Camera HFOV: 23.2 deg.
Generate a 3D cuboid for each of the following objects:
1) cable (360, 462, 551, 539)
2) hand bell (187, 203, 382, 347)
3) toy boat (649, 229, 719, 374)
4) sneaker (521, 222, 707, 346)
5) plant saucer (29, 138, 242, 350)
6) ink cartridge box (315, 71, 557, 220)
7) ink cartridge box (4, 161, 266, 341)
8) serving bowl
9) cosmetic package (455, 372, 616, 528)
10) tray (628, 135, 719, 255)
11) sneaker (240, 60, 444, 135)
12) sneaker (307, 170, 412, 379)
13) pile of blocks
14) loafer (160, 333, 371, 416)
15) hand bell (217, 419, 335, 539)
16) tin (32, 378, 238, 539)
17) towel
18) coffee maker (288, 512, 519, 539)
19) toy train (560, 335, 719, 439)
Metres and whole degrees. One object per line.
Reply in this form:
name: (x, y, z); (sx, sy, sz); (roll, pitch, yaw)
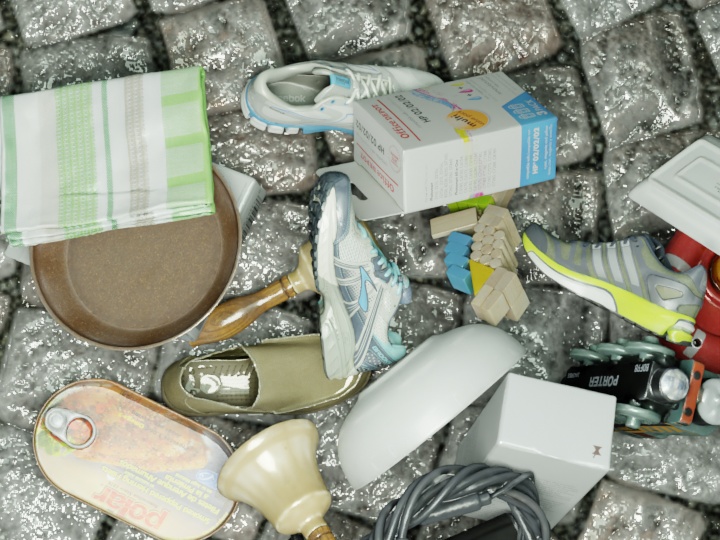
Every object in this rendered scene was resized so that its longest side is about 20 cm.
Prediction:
cable: (0.079, 0.244, 1.483); (0.163, 0.051, 0.200); (43, 75, -18)
hand bell: (-0.074, 0.018, 1.642); (0.200, 0.104, 0.104); (-28, 86, 2)
toy boat: (0.357, 0.002, 1.659); (0.130, 0.131, 0.200); (34, 80, -1)
sneaker: (0.241, -0.002, 1.643); (0.200, 0.074, 0.081); (29, 92, 29)
plant saucer: (-0.201, -0.021, 1.599); (0.200, 0.037, 0.201); (-3, 75, 10)
ink cartridge box: (0.068, -0.117, 1.626); (0.200, 0.115, 0.068); (-14, 123, -20)
ink cartridge box: (-0.211, -0.042, 1.651); (0.200, 0.050, 0.162); (21, 79, 18)
serving bowl: (0.052, 0.110, 1.574); (0.200, 0.200, 0.066); (-38, 88, -10)
cosmetic package: (0.151, 0.167, 1.573); (0.101, 0.200, 0.071); (14, 64, -5)
tray: (0.345, -0.071, 1.649); (0.107, 0.200, 0.022); (-35, 126, -10)
sneaker: (-0.011, -0.165, 1.664); (0.200, 0.087, 0.075); (-3, 81, -8)
sneaker: (0.000, 0.000, 1.565); (0.086, 0.078, 0.200); (-7, 119, -4)
pile of blocks: (0.114, -0.018, 1.650); (0.082, 0.062, 0.200); (-13, 47, 16)
loafer: (-0.085, 0.101, 1.626); (0.200, 0.067, 0.076); (-11, 86, -6)
hand bell: (-0.030, 0.238, 1.533); (0.104, 0.104, 0.200); (-33, 61, -10)
tin: (-0.206, 0.177, 1.618); (0.200, 0.042, 0.112); (28, 77, -3)
towel: (-0.235, -0.107, 1.595); (0.200, 0.031, 0.150); (-9, 74, 8)
coffee maker: (0.062, 0.295, 1.584); (0.200, 0.135, 0.192); (-20, 84, -9)
toy train: (0.260, 0.113, 1.606); (0.114, 0.200, 0.085); (18, 78, -18)
